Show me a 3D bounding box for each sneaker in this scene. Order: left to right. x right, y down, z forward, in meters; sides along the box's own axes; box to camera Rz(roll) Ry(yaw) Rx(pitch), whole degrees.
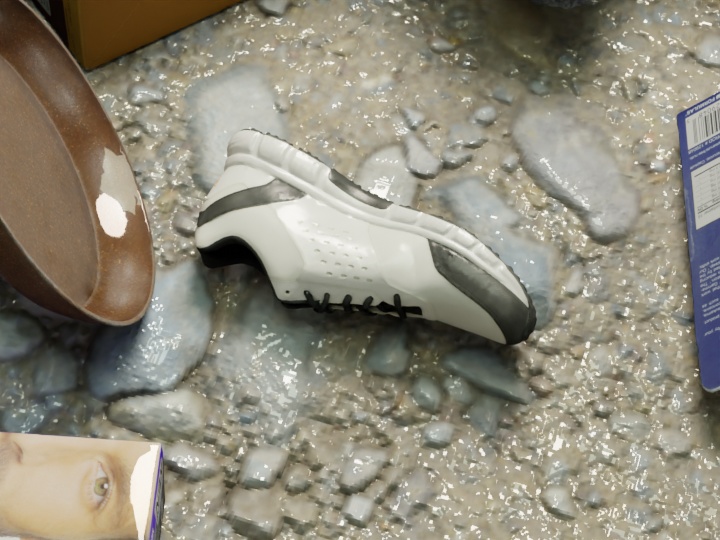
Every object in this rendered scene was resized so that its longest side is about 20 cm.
[{"bbox_3d":[0.000,0.000,1.037,0.200,0.074,0.080,25,71,19],"label":"sneaker"}]

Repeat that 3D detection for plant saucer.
[{"bbox_3d":[-0.173,-0.057,0.998,0.034,0.200,0.200,-26,55,15],"label":"plant saucer"}]

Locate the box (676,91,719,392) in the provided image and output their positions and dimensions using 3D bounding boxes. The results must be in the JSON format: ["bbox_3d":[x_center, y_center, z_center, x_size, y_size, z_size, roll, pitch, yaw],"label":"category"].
[{"bbox_3d":[0.233,-0.030,1.038,0.032,0.121,0.200,35,42,-33],"label":"box"}]

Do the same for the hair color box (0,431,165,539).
[{"bbox_3d":[-0.199,0.135,0.923,0.200,0.065,0.109,5,54,-2],"label":"hair color box"}]

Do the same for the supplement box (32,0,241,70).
[{"bbox_3d":[-0.135,-0.266,1.166,0.197,0.133,0.200,-28,61,-21],"label":"supplement box"}]

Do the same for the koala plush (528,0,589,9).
[{"bbox_3d":[0.147,-0.273,1.151,0.200,0.177,0.184,-34,71,-6],"label":"koala plush"}]
